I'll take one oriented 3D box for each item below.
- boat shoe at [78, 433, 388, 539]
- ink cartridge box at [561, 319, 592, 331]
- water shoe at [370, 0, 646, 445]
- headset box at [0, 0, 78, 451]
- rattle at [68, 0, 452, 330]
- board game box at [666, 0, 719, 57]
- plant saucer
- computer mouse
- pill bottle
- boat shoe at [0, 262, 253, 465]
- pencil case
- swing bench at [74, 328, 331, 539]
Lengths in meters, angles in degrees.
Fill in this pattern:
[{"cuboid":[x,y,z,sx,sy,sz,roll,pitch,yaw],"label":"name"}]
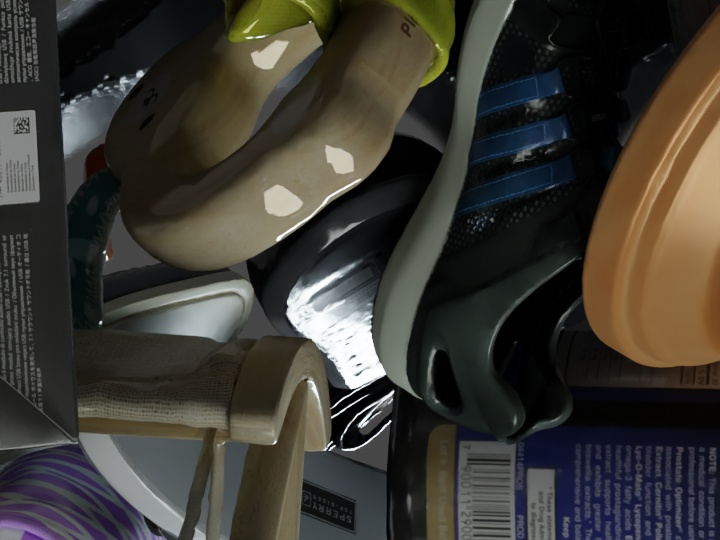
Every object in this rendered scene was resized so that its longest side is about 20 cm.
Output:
[{"cuboid":[-0.050,0.084,1.058,0.066,0.070,0.200,-15,152,36],"label":"boat shoe"},{"cuboid":[0.151,0.054,1.146,0.199,0.085,0.146,-22,164,9],"label":"ink cartridge box"},{"cuboid":[0.071,-0.037,0.944,0.071,0.079,0.201,-9,125,-50],"label":"water shoe"},{"cuboid":[-0.134,-0.042,0.766,0.077,0.200,0.150,-5,102,-17],"label":"headset box"},{"cuboid":[-0.077,-0.067,0.884,0.143,0.131,0.200,25,156,-34],"label":"rattle"},{"cuboid":[0.165,-0.123,0.955,0.126,0.035,0.200,-19,148,1],"label":"board game box"},{"cuboid":[0.156,-0.044,0.926,0.200,0.037,0.201,-35,149,-24],"label":"plant saucer"},{"cuboid":[0.000,0.000,1.052,0.138,0.053,0.200,-29,157,-4],"label":"computer mouse"},{"cuboid":[0.115,0.078,1.018,0.199,0.112,0.112,1,150,11],"label":"pill bottle"},{"cuboid":[-0.132,0.037,1.026,0.200,0.062,0.075,-28,142,-25],"label":"boat shoe"},{"cuboid":[-0.122,0.119,1.060,0.086,0.084,0.200,-54,180,7],"label":"pencil case"},{"cuboid":[-0.121,0.097,0.858,0.198,0.201,0.130,3,153,7],"label":"swing bench"}]
